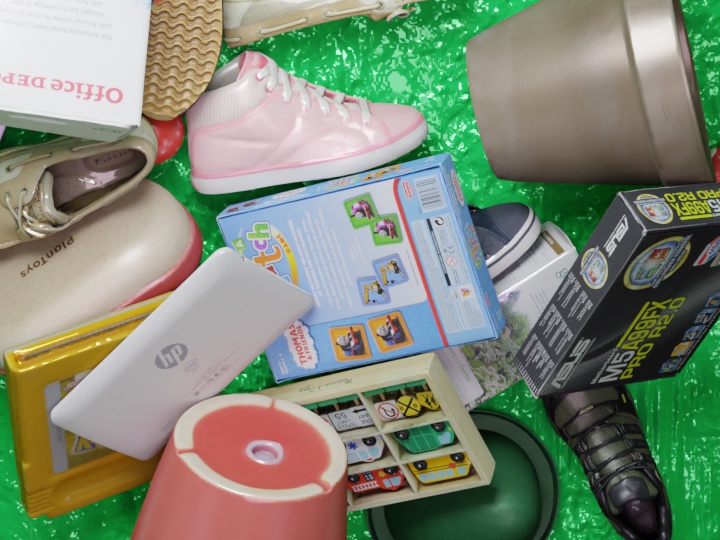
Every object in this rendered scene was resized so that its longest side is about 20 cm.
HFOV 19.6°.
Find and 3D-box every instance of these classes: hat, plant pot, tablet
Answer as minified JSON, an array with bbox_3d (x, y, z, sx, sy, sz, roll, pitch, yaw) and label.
[{"bbox_3d":[0.114,0.219,1.755,0.199,0.176,0.166,-22,107,-2],"label":"hat"},{"bbox_3d":[0.181,-0.146,1.677,0.173,0.200,0.201,-13,107,11],"label":"plant pot"},{"bbox_3d":[-0.139,0.070,1.647,0.200,0.014,0.130,-44,143,12],"label":"tablet"},{"bbox_3d":[-0.094,0.211,1.689,0.199,0.201,0.178,7,121,-10],"label":"plant pot"}]

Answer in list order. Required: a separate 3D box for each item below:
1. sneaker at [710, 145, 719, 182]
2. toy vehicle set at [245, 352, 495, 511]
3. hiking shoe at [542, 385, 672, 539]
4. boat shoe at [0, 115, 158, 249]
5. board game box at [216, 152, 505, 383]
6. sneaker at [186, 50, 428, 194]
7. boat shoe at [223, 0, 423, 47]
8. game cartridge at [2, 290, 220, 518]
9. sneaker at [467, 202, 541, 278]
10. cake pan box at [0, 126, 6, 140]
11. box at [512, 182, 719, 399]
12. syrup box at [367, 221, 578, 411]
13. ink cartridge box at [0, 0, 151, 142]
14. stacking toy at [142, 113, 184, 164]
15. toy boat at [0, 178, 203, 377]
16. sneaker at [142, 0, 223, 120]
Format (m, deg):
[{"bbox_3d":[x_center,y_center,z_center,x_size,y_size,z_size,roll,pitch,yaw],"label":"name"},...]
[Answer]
[{"bbox_3d":[0.359,-0.029,1.783,0.085,0.077,0.200,-45,107,-1],"label":"sneaker"},{"bbox_3d":[-0.002,0.141,1.734,0.199,0.027,0.125,-14,121,28],"label":"toy vehicle set"},{"bbox_3d":[0.222,0.159,1.796,0.075,0.101,0.201,-31,107,0],"label":"hiking shoe"},{"bbox_3d":[-0.250,-0.060,1.632,0.199,0.065,0.072,-24,115,4],"label":"boat shoe"},{"bbox_3d":[0.000,0.000,1.682,0.199,0.037,0.152,-12,108,21],"label":"board game box"},{"bbox_3d":[-0.047,-0.131,1.691,0.199,0.075,0.105,-10,111,-1],"label":"sneaker"},{"bbox_3d":[-0.014,-0.219,1.678,0.199,0.073,0.063,-6,113,-4],"label":"boat shoe"},{"bbox_3d":[-0.195,0.110,1.683,0.175,0.032,0.201,-20,140,-20],"label":"game cartridge"},{"bbox_3d":[0.051,-0.014,1.736,0.199,0.078,0.080,-30,113,2],"label":"sneaker"},{"bbox_3d":[-0.389,-0.096,1.663,0.183,0.052,0.201,25,100,-12],"label":"cake pan box"},{"bbox_3d":[0.231,0.015,1.672,0.160,0.044,0.200,-6,141,-35],"label":"box"},{"bbox_3d":[0.104,0.050,1.759,0.199,0.081,0.079,-32,112,-1],"label":"syrup box"},{"bbox_3d":[-0.233,-0.207,1.556,0.147,0.086,0.201,8,84,-17],"label":"ink cartridge box"},{"bbox_3d":[-0.222,-0.158,1.664,0.085,0.085,0.200,-46,113,5],"label":"stacking toy"},{"bbox_3d":[-0.213,0.020,1.699,0.200,0.131,0.131,-35,137,2],"label":"toy boat"},{"bbox_3d":[-0.140,-0.220,1.646,0.074,0.090,0.201,10,104,-8],"label":"sneaker"}]
